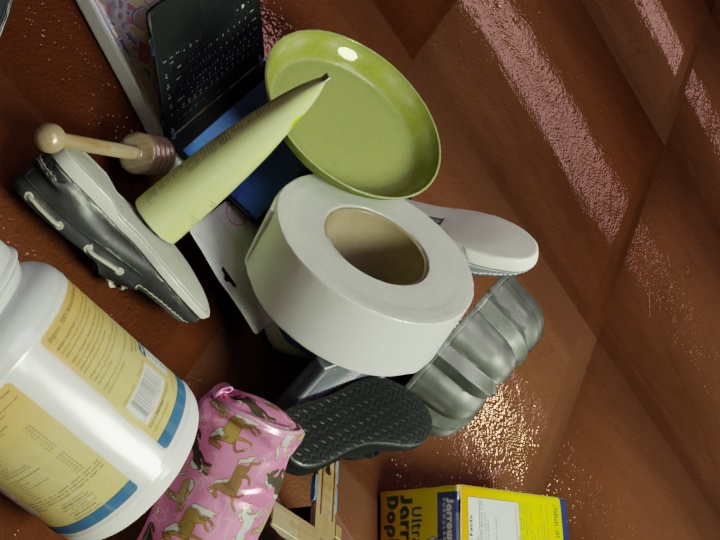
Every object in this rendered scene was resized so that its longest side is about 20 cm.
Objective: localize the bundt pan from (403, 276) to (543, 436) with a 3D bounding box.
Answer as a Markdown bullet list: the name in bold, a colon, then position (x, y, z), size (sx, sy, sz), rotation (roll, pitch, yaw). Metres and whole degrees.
- **bundt pan**: position (0.118, 0.097, 1.055), size (0.076, 0.202, 0.202), rotation (42, 43, 7)

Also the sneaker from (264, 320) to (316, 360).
- **sneaker**: position (0.010, 0.062, 1.022), size (0.200, 0.111, 0.077), rotation (22, 62, -43)

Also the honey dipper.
- **honey dipper**: position (-0.210, -0.101, 0.823), size (0.200, 0.038, 0.038), rotation (-7, 82, -76)

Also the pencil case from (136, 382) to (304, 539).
- **pencil case**: position (-0.121, 0.188, 0.787), size (0.086, 0.083, 0.200), rotation (22, 97, -55)

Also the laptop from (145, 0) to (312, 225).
- **laptop**: position (-0.100, -0.178, 0.946), size (0.177, 0.103, 0.200), rotation (-53, 152, -44)

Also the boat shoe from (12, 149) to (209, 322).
- **boat shoe**: position (-0.206, -0.021, 0.848), size (0.200, 0.060, 0.074), rotation (50, 6, -31)

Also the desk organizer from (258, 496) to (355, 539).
- **desk organizer**: position (-0.083, 0.216, 0.898), size (0.200, 0.072, 0.077), rotation (58, 41, -17)

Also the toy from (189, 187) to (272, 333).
- **toy**: position (-0.091, -0.031, 0.989), size (0.115, 0.047, 0.200), rotation (58, 42, -12)

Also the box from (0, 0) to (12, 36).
- **box**: position (-0.326, -0.171, 0.657), size (0.123, 0.200, 0.199), rotation (30, 56, -39)

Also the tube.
- **tube**: position (-0.103, -0.103, 0.861), size (0.058, 0.200, 0.052), rotation (54, 6, 36)

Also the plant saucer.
- **plant saucer**: position (-0.011, -0.145, 0.971), size (0.200, 0.031, 0.200), rotation (21, 48, -25)

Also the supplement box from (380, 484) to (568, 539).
- **supplement box**: position (0.125, 0.295, 1.073), size (0.200, 0.109, 0.109), rotation (19, 63, -44)

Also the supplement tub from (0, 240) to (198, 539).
- **supplement tub**: position (-0.231, 0.085, 0.719), size (0.200, 0.145, 0.145), rotation (48, 47, -27)

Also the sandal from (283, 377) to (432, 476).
- **sandal**: position (-0.014, 0.144, 0.915), size (0.200, 0.048, 0.075), rotation (-2, 59, -45)

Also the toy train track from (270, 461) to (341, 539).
- **toy train track**: position (-0.040, 0.209, 0.867), size (0.115, 0.033, 0.200), rotation (40, 29, -25)

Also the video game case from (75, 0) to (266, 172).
- **video game case**: position (-0.165, -0.207, 0.985), size (0.182, 0.023, 0.200), rotation (-40, 107, -47)

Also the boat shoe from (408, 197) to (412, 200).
- **boat shoe**: position (0.017, -0.064, 1.100), size (0.200, 0.073, 0.075), rotation (55, 44, -20)

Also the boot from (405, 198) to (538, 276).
- **boot**: position (0.086, -0.013, 1.033), size (0.073, 0.200, 0.090), rotation (-43, 142, -44)

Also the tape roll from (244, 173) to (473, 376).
- **tape roll**: position (0.000, 0.000, 0.916), size (0.202, 0.071, 0.203), rotation (21, 35, -15)

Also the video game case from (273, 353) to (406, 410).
- **video game case**: position (-0.008, 0.107, 0.969), size (0.200, 0.143, 0.019), rotation (-15, 62, -49)
